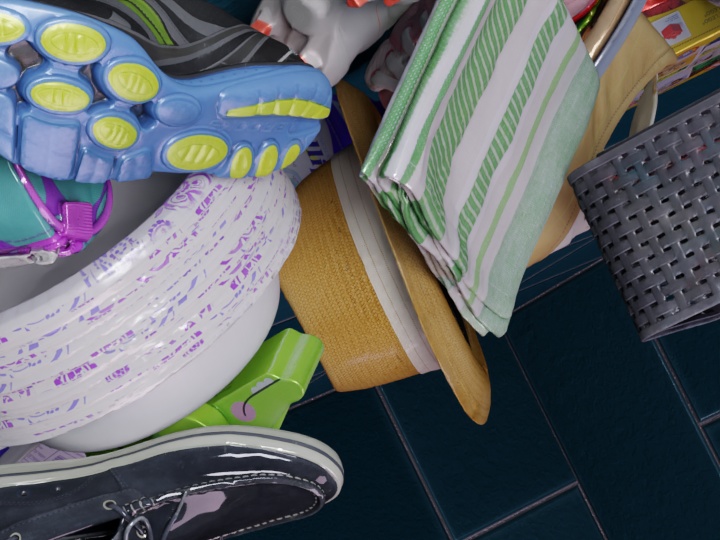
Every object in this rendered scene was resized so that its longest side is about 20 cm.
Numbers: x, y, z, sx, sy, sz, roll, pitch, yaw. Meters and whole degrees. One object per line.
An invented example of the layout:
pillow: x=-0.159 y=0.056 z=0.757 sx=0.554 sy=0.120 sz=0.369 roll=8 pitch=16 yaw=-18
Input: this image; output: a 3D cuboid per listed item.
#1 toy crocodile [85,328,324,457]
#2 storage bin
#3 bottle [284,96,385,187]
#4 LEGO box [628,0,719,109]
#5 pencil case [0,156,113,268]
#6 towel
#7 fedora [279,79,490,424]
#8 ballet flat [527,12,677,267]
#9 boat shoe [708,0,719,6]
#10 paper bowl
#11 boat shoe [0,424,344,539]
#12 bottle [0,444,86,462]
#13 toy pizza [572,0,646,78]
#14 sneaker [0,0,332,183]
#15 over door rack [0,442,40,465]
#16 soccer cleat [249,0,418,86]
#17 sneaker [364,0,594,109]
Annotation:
toy crocodile: x=-0.090 y=0.089 z=1.032 sx=0.200 sy=0.062 sz=0.068 roll=-34 pitch=-160 yaw=31
storage bin: x=0.220 y=-0.051 z=1.032 sx=0.200 sy=0.094 sz=0.135 roll=-29 pitch=170 yaw=29
bottle: x=-0.034 y=-0.060 z=1.197 sx=0.065 sy=0.084 sz=0.200 roll=-29 pitch=172 yaw=42
LEGO box: x=0.190 y=-0.163 z=1.354 sx=0.200 sy=0.077 sz=0.149 roll=-26 pitch=174 yaw=-5
pencil case: x=-0.212 y=-0.010 z=0.914 sx=0.200 sy=0.093 sz=0.085 roll=-27 pitch=154 yaw=13
towel: x=0.063 y=-0.067 z=0.960 sx=0.153 sy=0.023 sz=0.200 roll=-67 pitch=156 yaw=-13
fedora: x=0.000 y=0.000 z=1.070 sx=0.082 sy=0.201 sz=0.201 roll=-23 pitch=174 yaw=5
ballet flat: x=0.121 y=-0.061 z=1.152 sx=0.200 sy=0.063 sz=0.069 roll=-61 pitch=-164 yaw=-23
boat shoe: x=0.203 y=-0.198 z=1.180 sx=0.060 sy=0.074 sz=0.200 roll=-44 pitch=177 yaw=3
paper bowl: x=-0.120 y=0.007 z=0.996 sx=0.200 sy=0.104 sz=0.201 roll=-24 pitch=-152 yaw=14
boat shoe: x=-0.105 y=0.117 z=0.958 sx=0.200 sy=0.062 sz=0.075 roll=-9 pitch=145 yaw=-5
bottle: x=-0.144 y=0.055 z=1.154 sx=0.200 sy=0.084 sz=0.065 roll=-35 pitch=-161 yaw=39
toy pizza: x=0.096 y=-0.123 z=1.177 sx=0.200 sy=0.032 sz=0.200 roll=-51 pitch=-166 yaw=18
sneaker: x=-0.100 y=-0.083 z=0.875 sx=0.199 sy=0.083 sz=0.071 roll=2 pitch=124 yaw=-48
over door rack: x=-0.240 y=0.051 z=1.053 sx=0.200 sy=0.148 sz=0.067 roll=-20 pitch=158 yaw=-47
soccer cleat: x=0.003 y=-0.139 z=0.921 sx=0.078 sy=0.069 sz=0.200 roll=-45 pitch=-179 yaw=-28
sneaker: x=0.060 y=-0.120 z=1.057 sx=0.105 sy=0.075 sz=0.200 roll=-56 pitch=-177 yaw=-12
